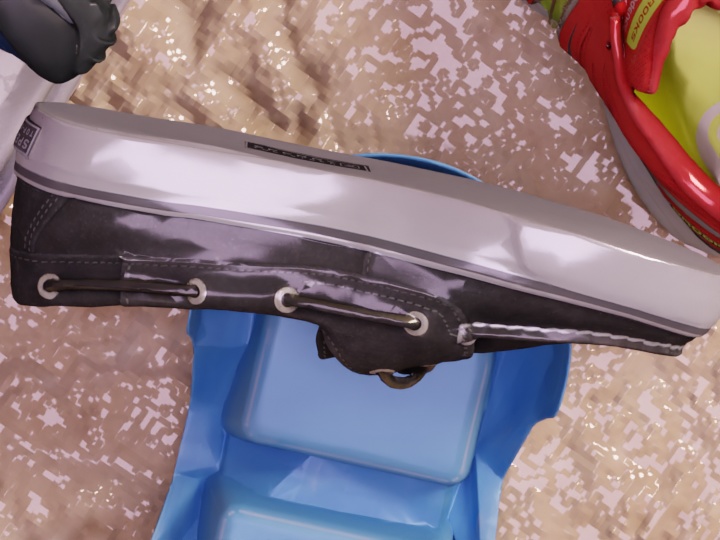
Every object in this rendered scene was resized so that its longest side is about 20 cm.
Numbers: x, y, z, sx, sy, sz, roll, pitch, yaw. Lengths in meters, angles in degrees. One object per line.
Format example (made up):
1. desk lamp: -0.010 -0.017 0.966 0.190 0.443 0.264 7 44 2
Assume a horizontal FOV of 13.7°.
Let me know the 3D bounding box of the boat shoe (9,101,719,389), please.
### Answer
1. boat shoe: 0.000 0.000 0.826 0.199 0.069 0.057 12 99 2

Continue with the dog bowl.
1. dog bowl: -0.006 0.063 0.888 0.111 0.050 0.201 13 95 -5

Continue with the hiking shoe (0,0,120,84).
1. hiking shoe: -0.161 -0.097 0.824 0.199 0.074 0.087 31 99 3

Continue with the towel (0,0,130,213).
1. towel: -0.178 -0.076 0.870 0.191 0.032 0.201 31 93 -6

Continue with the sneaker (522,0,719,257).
1. sneaker: 0.081 -0.088 0.857 0.077 0.085 0.200 -37 98 1
